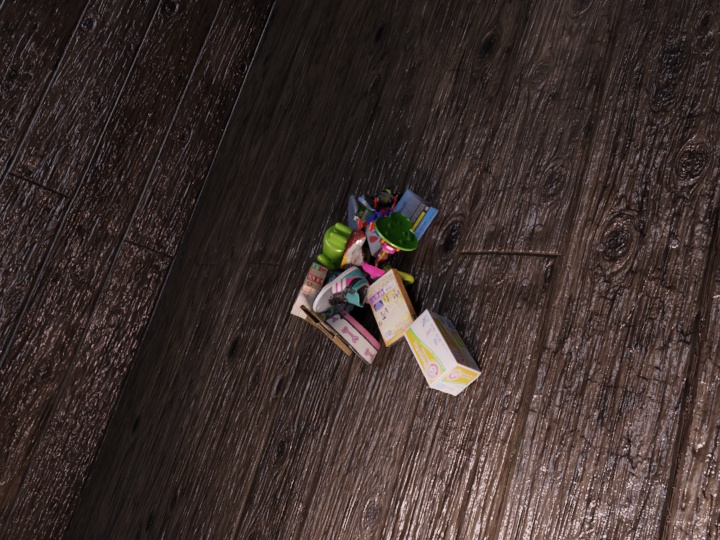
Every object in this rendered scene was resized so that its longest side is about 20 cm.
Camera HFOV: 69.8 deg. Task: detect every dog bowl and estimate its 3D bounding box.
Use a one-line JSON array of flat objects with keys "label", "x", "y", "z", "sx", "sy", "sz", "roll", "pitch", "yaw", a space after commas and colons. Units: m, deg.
[{"label": "dog bowl", "x": -0.020, "y": 0.206, "z": 1.632, "sx": 0.074, "sy": 0.200, "sz": 0.200, "roll": -46, "pitch": 37, "yaw": -7}]

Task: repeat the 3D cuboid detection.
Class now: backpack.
[{"label": "backpack", "x": -0.083, "y": 0.093, "z": 1.789, "sx": 0.163, "sy": 0.154, "sz": 0.200, "roll": -58, "pitch": 37, "yaw": 13}]

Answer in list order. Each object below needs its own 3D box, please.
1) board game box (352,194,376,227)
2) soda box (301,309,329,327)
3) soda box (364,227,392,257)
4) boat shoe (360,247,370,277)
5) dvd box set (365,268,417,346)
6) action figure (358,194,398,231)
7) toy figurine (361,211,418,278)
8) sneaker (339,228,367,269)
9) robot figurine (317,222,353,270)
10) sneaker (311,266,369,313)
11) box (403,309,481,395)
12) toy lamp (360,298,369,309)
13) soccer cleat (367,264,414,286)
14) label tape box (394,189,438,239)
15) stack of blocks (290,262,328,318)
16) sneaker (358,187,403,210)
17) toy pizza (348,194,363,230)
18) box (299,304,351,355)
[{"label": "board game box", "x": 0.043, "y": -0.202, "z": 1.789, "sx": 0.023, "sy": 0.105, "sz": 0.200, "roll": -63, "pitch": 2, "yaw": 31}, {"label": "soda box", "x": -0.163, "y": 0.168, "z": 1.915, "sx": 0.200, "sy": 0.068, "sz": 0.064, "roll": 22, "pitch": 87, "yaw": 53}, {"label": "soda box", "x": 0.063, "y": -0.131, "z": 1.825, "sx": 0.068, "sy": 0.064, "sz": 0.200, "roll": -41, "pitch": 43, "yaw": 27}, {"label": "boat shoe", "x": 0.000, "y": 0.000, "z": 1.795, "sx": 0.072, "sy": 0.065, "sz": 0.200, "roll": 2, "pitch": 42, "yaw": 7}, {"label": "dvd box set", "x": 0.097, "y": 0.116, "z": 1.600, "sx": 0.146, "sy": 0.029, "sz": 0.200, "roll": -42, "pitch": 61, "yaw": 41}, {"label": "action figure", "x": 0.063, "y": -0.197, "z": 1.676, "sx": 0.065, "sy": 0.200, "sz": 0.099, "roll": 17, "pitch": 113, "yaw": 20}, {"label": "toy figurine", "x": 0.076, "y": -0.066, "z": 1.639, "sx": 0.184, "sy": 0.150, "sz": 0.200, "roll": -58, "pitch": 7, "yaw": 35}, {"label": "sneaker", "x": -0.009, "y": -0.065, "z": 1.679, "sx": 0.200, "sy": 0.082, "sz": 0.078, "roll": 114, "pitch": 171, "yaw": -59}, {"label": "robot figurine", "x": -0.075, "y": -0.083, "z": 1.823, "sx": 0.200, "sy": 0.116, "sz": 0.176, "roll": 103, "pitch": -168, "yaw": -61}, {"label": "sneaker", "x": -0.048, "y": 0.086, "z": 1.636, "sx": 0.200, "sy": 0.084, "sz": 0.121, "roll": -41, "pitch": 50, "yaw": -11}, {"label": "box", "x": 0.218, "y": 0.221, "z": 1.398, "sx": 0.101, "sy": 0.112, "sz": 0.200, "roll": -48, "pitch": 41, "yaw": 21}, {"label": "toy lamp", "x": 0.074, "y": 0.093, "z": 1.691, "sx": 0.200, "sy": 0.058, "sz": 0.058, "roll": -13, "pitch": 60, "yaw": 49}, {"label": "soccer cleat", "x": 0.098, "y": 0.016, "z": 1.699, "sx": 0.200, "sy": 0.065, "sz": 0.084, "roll": -5, "pitch": 63, "yaw": 49}, {"label": "label tape box", "x": 0.182, "y": -0.163, "z": 1.700, "sx": 0.144, "sy": 0.063, "sz": 0.200, "roll": -57, "pitch": 37, "yaw": 13}, {"label": "stack of blocks", "x": -0.183, "y": 0.082, "z": 1.801, "sx": 0.115, "sy": 0.058, "sz": 0.200, "roll": -73, "pitch": 10, "yaw": -45}, {"label": "sneaker", "x": 0.070, "y": -0.249, "z": 1.771, "sx": 0.071, "sy": 0.199, "sz": 0.083, "roll": 44, "pitch": 123, "yaw": 35}, {"label": "toy pizza", "x": -0.015, "y": -0.178, "z": 1.900, "sx": 0.200, "sy": 0.032, "sz": 0.201, "roll": 175, "pitch": 90, "yaw": -81}, {"label": "box", "x": -0.112, "y": 0.197, "z": 1.696, "sx": 0.163, "sy": 0.200, "sz": 0.021, "roll": 39, "pitch": 81, "yaw": 26}]
